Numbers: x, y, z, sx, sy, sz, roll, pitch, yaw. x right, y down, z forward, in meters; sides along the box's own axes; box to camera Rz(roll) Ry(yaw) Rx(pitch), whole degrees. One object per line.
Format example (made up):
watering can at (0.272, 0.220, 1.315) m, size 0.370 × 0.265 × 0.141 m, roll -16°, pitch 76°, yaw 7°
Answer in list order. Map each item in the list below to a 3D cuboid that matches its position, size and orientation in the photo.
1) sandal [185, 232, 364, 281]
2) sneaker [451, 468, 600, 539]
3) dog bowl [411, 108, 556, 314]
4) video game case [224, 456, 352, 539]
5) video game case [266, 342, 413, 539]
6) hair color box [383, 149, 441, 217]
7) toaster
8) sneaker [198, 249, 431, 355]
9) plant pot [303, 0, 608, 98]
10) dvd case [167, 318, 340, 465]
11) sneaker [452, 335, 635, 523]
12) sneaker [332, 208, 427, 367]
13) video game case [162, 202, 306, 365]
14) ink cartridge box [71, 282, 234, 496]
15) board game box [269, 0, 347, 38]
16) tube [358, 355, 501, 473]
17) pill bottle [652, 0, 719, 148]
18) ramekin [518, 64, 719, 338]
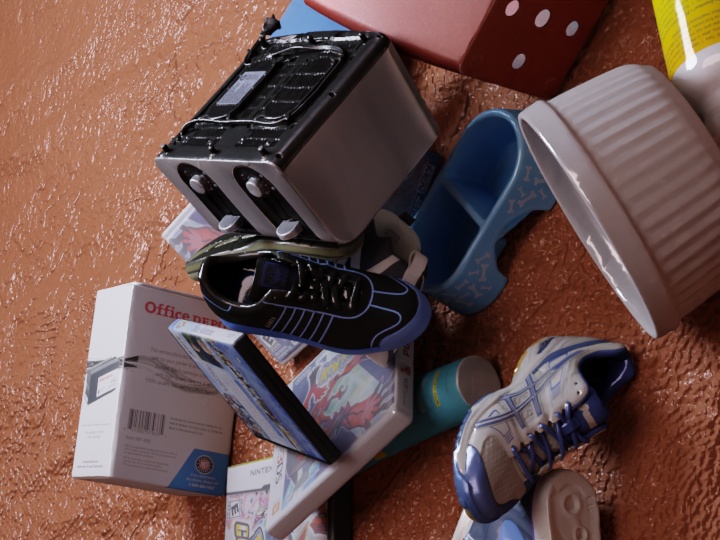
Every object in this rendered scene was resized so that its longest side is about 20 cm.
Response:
sandal at (-0.071, -0.011, 1.606) m, size 0.200 × 0.080 × 0.058 m, roll -10°, pitch 107°, yaw 42°
sneaker at (0.129, 0.260, 1.454) m, size 0.146 × 0.080 × 0.202 m, roll -18°, pitch 67°, yaw 57°
dog bowl at (0.107, -0.057, 1.604) m, size 0.201 × 0.049 × 0.112 m, roll -59°, pitch 40°, yaw 19°
video game case at (-0.074, 0.278, 1.743) m, size 0.180 × 0.025 × 0.202 m, roll -18°, pitch 64°, yaw 48°
video game case at (-0.018, 0.126, 1.661) m, size 0.200 × 0.023 × 0.183 m, roll -45°, pitch 26°, yaw 32°
hair color box at (-0.013, -0.101, 1.764) m, size 0.200 × 0.060 × 0.101 m, roll 30°, pitch 103°, yaw 51°
toaster at (-0.051, -0.120, 1.553) m, size 0.180 × 0.119 × 0.200 m, roll 6°, pitch 49°, yaw 48°
sneaker at (-0.043, 0.023, 1.511) m, size 0.198 × 0.078 × 0.071 m, roll 2°, pitch 66°, yaw 18°
plant pot at (0.106, -0.260, 1.568) m, size 0.176 × 0.199 × 0.201 m, roll 45°, pitch 114°, yaw 39°
dvd case at (-0.099, 0.107, 1.629) m, size 0.018 × 0.143 × 0.200 m, roll -43°, pitch 17°, yaw -16°
sneaker at (0.146, 0.117, 1.411) m, size 0.088 × 0.076 × 0.200 m, roll -6°, pitch 35°, yaw 43°
sneaker at (0.000, 0.000, 1.626) m, size 0.130 × 0.079 × 0.199 m, roll -58°, pitch 22°, yaw -2°
video game case at (-0.086, -0.017, 1.740) m, size 0.182 × 0.023 × 0.200 m, roll 47°, pitch 139°, yaw -1°
ink cartridge box at (-0.208, 0.126, 1.868) m, size 0.084 × 0.144 × 0.202 m, roll -9°, pitch 71°, yaw 51°
board game box at (-0.009, -0.243, 1.807) m, size 0.158 × 0.039 × 0.201 m, roll 26°, pitch 83°, yaw 42°
tube at (0.047, 0.128, 1.628) m, size 0.200 × 0.050 × 0.078 m, roll -29°, pitch 47°, yaw 49°
pill bottle at (0.282, -0.182, 1.376) m, size 0.104 × 0.104 × 0.201 m, roll -33°, pitch 54°, yaw 42°
ramekin at (0.213, -0.060, 1.352) m, size 0.105 × 0.200 × 0.201 m, roll -32°, pitch 46°, yaw 1°
